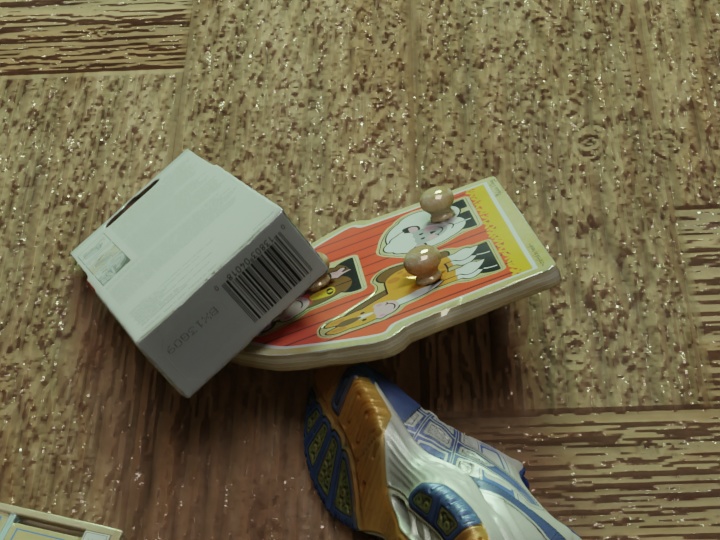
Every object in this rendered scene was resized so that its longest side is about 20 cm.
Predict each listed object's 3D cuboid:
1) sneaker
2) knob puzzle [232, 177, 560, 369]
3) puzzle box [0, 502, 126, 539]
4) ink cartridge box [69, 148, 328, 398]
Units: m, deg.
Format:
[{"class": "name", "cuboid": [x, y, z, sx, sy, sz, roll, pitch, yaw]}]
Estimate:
[{"class": "sneaker", "cuboid": [0.040, 0.116, 0.900, 0.088, 0.075, 0.200, 4, 29, -34]}, {"class": "knob puzzle", "cuboid": [0.000, 0.000, 0.972, 0.219, 0.031, 0.220, -18, 21, 7]}, {"class": "puzzle box", "cuboid": [-0.217, 0.204, 0.853, 0.133, 0.025, 0.200, 9, 47, 14]}, {"class": "ink cartridge box", "cuboid": [-0.102, -0.005, 0.993, 0.109, 0.050, 0.200, -42, 24, -6]}]
